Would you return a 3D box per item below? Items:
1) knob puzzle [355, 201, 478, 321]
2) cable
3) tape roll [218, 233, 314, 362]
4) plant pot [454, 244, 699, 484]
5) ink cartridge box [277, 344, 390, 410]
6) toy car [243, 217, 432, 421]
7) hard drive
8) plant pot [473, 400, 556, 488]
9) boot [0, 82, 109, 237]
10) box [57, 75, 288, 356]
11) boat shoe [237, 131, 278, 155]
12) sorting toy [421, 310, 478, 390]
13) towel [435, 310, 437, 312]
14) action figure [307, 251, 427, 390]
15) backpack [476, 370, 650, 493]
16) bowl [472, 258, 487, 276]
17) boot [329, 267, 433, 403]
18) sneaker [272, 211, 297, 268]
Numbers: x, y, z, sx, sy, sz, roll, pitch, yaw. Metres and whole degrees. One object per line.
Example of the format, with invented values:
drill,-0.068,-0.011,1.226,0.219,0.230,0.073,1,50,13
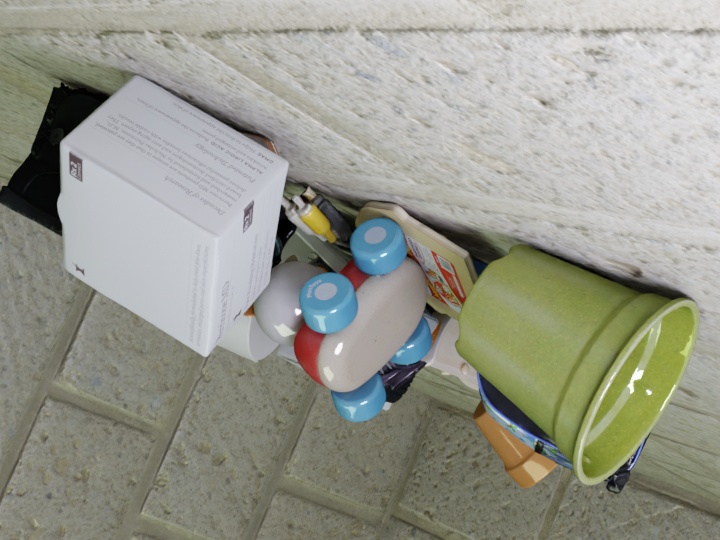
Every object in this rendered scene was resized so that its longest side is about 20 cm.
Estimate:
knob puzzle,0.072,-0.017,1.524,0.219,0.030,0.220,40,165,13
cable,-0.022,-0.027,1.594,0.200,0.050,0.097,48,173,-17
tape roll,-0.167,0.006,1.885,0.138,0.205,0.203,22,173,15
plant pot,0.199,0.074,1.323,0.183,0.202,0.200,32,178,29
ink cartridge box,-0.014,0.102,2.015,0.082,0.148,0.199,15,167,42
toy car,-0.044,0.033,1.525,0.198,0.177,0.186,23,148,33
hard drive,0.000,0.000,1.695,0.200,0.027,0.131,44,-169,33
plant pot,0.283,0.241,2.266,0.140,0.201,0.200,41,172,-3
boot,-0.321,-0.121,1.571,0.199,0.170,0.076,25,175,35
box,-0.196,-0.055,1.396,0.198,0.131,0.200,30,142,13
boat shoe,-0.131,-0.111,1.482,0.071,0.077,0.199,-15,-179,-29
sorting toy,0.087,0.099,1.921,0.178,0.109,0.199,1,166,35
towel,0.040,0.019,1.976,0.198,0.037,0.148,20,171,28
action figure,-0.007,0.056,1.676,0.201,0.069,0.130,55,-160,17
backpack,0.228,0.117,1.470,0.198,0.185,0.147,27,173,10
bowl,0.121,0.016,1.668,0.198,0.040,0.201,24,173,3
boot,0.008,0.066,1.807,0.161,0.201,0.073,12,166,29
sneaker,-0.139,-0.021,1.554,0.078,0.201,0.076,0,121,23
